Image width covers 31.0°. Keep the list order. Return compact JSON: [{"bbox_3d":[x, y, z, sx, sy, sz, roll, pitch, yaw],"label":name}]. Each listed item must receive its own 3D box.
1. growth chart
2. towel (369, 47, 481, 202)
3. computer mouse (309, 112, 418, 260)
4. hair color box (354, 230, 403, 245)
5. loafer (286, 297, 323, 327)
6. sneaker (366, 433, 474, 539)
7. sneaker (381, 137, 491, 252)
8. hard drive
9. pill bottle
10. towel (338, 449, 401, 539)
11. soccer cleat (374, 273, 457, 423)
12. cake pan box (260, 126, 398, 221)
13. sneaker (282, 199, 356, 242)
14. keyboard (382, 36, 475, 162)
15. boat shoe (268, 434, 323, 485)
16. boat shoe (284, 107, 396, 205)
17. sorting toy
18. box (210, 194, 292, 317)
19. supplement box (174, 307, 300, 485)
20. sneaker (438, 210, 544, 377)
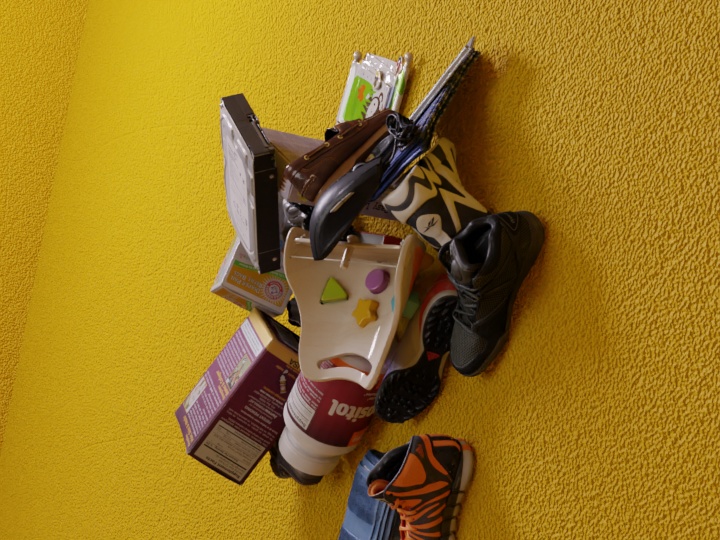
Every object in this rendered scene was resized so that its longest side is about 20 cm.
[{"bbox_3d":[0.015,-0.244,1.855,0.200,0.018,0.146,26,104,63],"label":"growth chart"},{"bbox_3d":[0.078,-0.179,1.610,0.145,0.024,0.201,-45,11,50],"label":"towel"},{"bbox_3d":[-0.006,-0.110,1.536,0.201,0.046,0.141,-52,10,15],"label":"computer mouse"},{"bbox_3d":[0.000,0.000,1.746,0.199,0.061,0.103,12,90,62],"label":"hair color box"},{"bbox_3d":[-0.051,0.081,1.800,0.199,0.072,0.072,8,88,64],"label":"loafer"},{"bbox_3d":[0.052,0.281,1.485,0.077,0.111,0.202,18,96,63],"label":"sneaker"},{"bbox_3d":[0.107,-0.078,1.559,0.079,0.130,0.199,-42,4,20],"label":"sneaker"},{"bbox_3d":[-0.147,-0.114,1.720,0.140,0.037,0.201,-121,24,-43],"label":"hard drive"},{"bbox_3d":[-0.033,0.165,1.692,0.201,0.112,0.113,-65,30,27],"label":"pill bottle"},{"bbox_3d":[0.008,0.333,1.622,0.111,0.048,0.202,24,102,63],"label":"towel"},{"bbox_3d":[0.074,0.097,1.575,0.073,0.068,0.201,-95,27,-60],"label":"soccer cleat"},{"bbox_3d":[-0.044,-0.133,1.746,0.200,0.182,0.053,45,120,57],"label":"cake pan box"},{"bbox_3d":[-0.059,-0.039,1.744,0.200,0.073,0.080,-132,51,-65],"label":"sneaker"},{"bbox_3d":[0.079,-0.205,1.600,0.200,0.011,0.056,-51,2,24],"label":"keyboard"},{"bbox_3d":[-0.090,0.257,1.829,0.200,0.074,0.074,-126,42,-66],"label":"boat shoe"},{"bbox_3d":[-0.017,-0.155,1.624,0.200,0.070,0.071,-43,-14,-43],"label":"boat shoe"},{"bbox_3d":[-0.006,0.050,1.571,0.199,0.106,0.182,6,76,42],"label":"sorting toy"},{"bbox_3d":[-0.129,-0.041,1.888,0.202,0.101,0.112,-67,11,-13],"label":"box"},{"bbox_3d":[-0.157,0.174,1.813,0.201,0.103,0.131,-52,25,6],"label":"supplement box"},{"bbox_3d":[0.123,0.026,1.438,0.076,0.113,0.201,42,120,41],"label":"sneaker"}]
